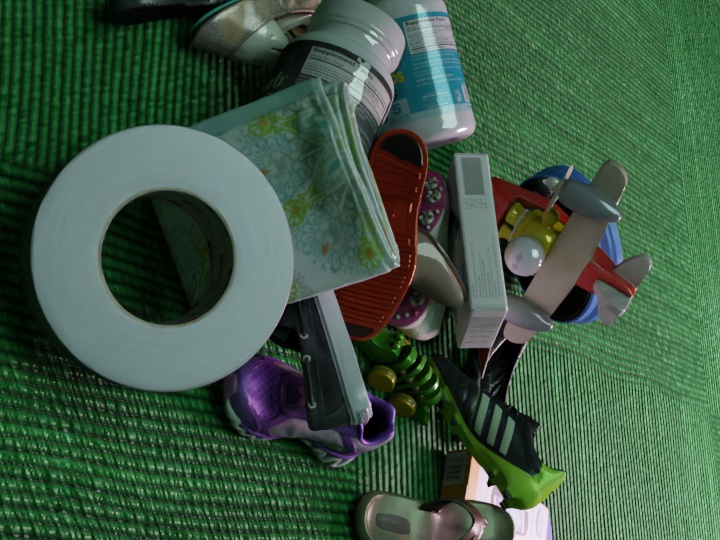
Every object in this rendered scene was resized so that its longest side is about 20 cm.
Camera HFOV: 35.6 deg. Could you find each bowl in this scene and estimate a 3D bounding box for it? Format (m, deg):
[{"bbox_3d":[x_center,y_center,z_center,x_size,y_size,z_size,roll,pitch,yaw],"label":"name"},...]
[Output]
[{"bbox_3d":[0.248,-0.029,1.399,0.039,0.201,0.201,-14,90,-24],"label":"bowl"}]

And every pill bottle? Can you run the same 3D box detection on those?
[{"bbox_3d":[-0.036,-0.148,1.049,0.116,0.116,0.200,41,62,-39],"label":"pill bottle"},{"bbox_3d":[0.055,-0.237,1.266,0.111,0.111,0.200,-13,88,-55],"label":"pill bottle"}]

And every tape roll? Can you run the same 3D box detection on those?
[{"bbox_3d":[-0.155,-0.008,0.861,0.200,0.066,0.201,1,87,-24],"label":"tape roll"}]

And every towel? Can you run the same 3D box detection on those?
[{"bbox_3d":[-0.078,-0.054,0.948,0.048,0.200,0.172,-30,102,-71],"label":"towel"}]

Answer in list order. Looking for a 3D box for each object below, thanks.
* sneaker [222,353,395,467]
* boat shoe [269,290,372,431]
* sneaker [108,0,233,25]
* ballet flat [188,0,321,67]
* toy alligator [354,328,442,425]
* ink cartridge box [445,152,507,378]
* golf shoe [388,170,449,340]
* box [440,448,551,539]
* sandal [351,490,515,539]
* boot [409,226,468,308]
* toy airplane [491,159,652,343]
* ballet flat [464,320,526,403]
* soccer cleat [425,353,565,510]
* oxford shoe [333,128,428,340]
[{"bbox_3d":[-0.040,0.124,1.031,0.200,0.088,0.081,29,57,-44],"label":"sneaker"},{"bbox_3d":[-0.048,0.053,0.995,0.070,0.066,0.200,83,-12,-62],"label":"boat shoe"},{"bbox_3d":[-0.172,-0.286,1.021,0.200,0.060,0.104,-29,103,-59],"label":"sneaker"},{"bbox_3d":[-0.086,-0.237,1.101,0.067,0.068,0.200,50,39,2],"label":"ballet flat"},{"bbox_3d":[0.036,0.089,1.173,0.200,0.054,0.059,55,40,-26],"label":"toy alligator"},{"bbox_3d":[0.122,-0.002,1.273,0.176,0.045,0.200,97,-9,-59],"label":"ink cartridge box"},{"bbox_3d":[0.067,-0.015,1.251,0.092,0.075,0.200,49,46,-51],"label":"golf shoe"},{"bbox_3d":[0.157,0.299,1.281,0.200,0.041,0.119,43,47,-39],"label":"box"},{"bbox_3d":[0.084,0.264,1.140,0.201,0.057,0.080,14,60,-34],"label":"sandal"},{"bbox_3d":[0.000,0.000,1.118,0.200,0.070,0.146,48,61,-5],"label":"boot"},{"bbox_3d":[0.220,-0.015,1.259,0.141,0.199,0.200,-15,97,-45],"label":"toy airplane"},{"bbox_3d":[0.160,0.125,1.328,0.066,0.057,0.200,46,45,-33],"label":"ballet flat"},{"bbox_3d":[0.142,0.167,1.222,0.081,0.068,0.200,-27,66,-18],"label":"soccer cleat"},{"bbox_3d":[0.023,-0.031,1.062,0.073,0.071,0.200,-37,144,-89],"label":"oxford shoe"}]
